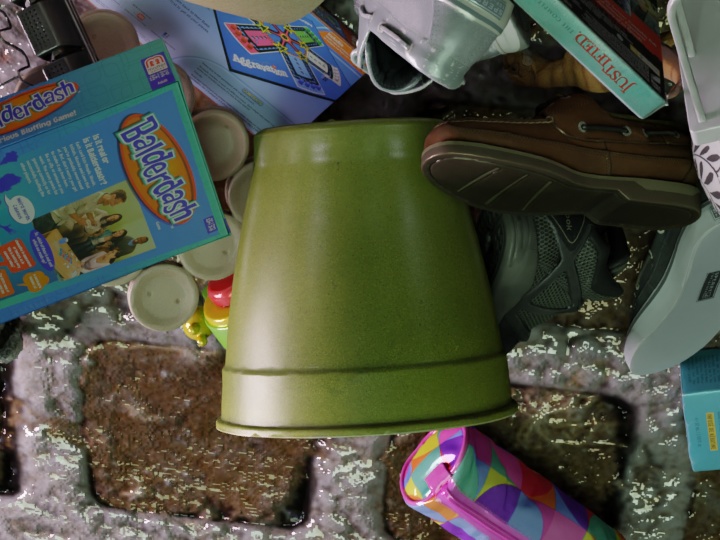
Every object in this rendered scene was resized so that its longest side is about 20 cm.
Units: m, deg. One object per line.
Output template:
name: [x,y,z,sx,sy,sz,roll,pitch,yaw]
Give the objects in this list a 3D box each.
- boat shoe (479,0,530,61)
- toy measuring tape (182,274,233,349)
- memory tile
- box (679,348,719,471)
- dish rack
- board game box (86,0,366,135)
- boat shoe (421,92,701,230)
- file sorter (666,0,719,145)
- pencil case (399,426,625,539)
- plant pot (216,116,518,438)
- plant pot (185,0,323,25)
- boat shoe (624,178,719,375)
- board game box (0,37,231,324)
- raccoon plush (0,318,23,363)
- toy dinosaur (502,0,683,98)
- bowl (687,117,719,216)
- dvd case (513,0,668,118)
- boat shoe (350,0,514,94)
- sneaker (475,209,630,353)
boat shoe: [0.039,-0.207,1.047,0.064,0.075,0.202,-20,131,22]
toy measuring tape: [-0.047,0.015,1.230,0.199,0.074,0.074,-22,122,23]
memory tile: [-0.153,-0.066,1.153,0.200,0.017,0.153,42,95,-22]
box: [0.339,0.096,1.257,0.198,0.049,0.083,-7,127,12]
dish rack: [-0.279,-0.135,1.085,0.199,0.055,0.154,-25,92,6]
board game box: [-0.096,-0.170,1.124,0.200,0.020,0.103,38,125,-21]
boat shoe: [0.126,-0.075,1.082,0.199,0.069,0.072,10,160,-27]
file sorter: [0.227,-0.198,0.929,0.138,0.201,0.125,-12,144,15]
pencil case: [0.126,0.197,1.342,0.199,0.089,0.088,36,124,-19]
plant pot: [0.000,0.000,1.115,0.198,0.200,0.195,-2,92,9]
plant pot: [-0.098,-0.236,0.992,0.187,0.188,0.199,-35,130,29]
boat shoe: [0.226,0.000,1.190,0.068,0.057,0.201,-9,146,-18]
board game box: [-0.194,-0.048,1.081,0.199,0.045,0.153,-21,141,-6]
raccoon plush: [-0.243,-0.018,1.244,0.133,0.097,0.200,-22,160,-1]
toy dinosaur: [0.168,-0.133,1.052,0.060,0.107,0.200,40,166,-26]
bowl: [0.267,-0.101,1.064,0.200,0.094,0.202,-18,120,-34]
dvd case: [0.116,-0.187,0.970,0.146,0.201,0.022,38,123,-22]
boat shoe: [0.024,-0.137,0.967,0.070,0.201,0.072,31,91,-17]
sneaker: [0.124,0.018,1.204,0.113,0.077,0.200,-2,144,-16]
